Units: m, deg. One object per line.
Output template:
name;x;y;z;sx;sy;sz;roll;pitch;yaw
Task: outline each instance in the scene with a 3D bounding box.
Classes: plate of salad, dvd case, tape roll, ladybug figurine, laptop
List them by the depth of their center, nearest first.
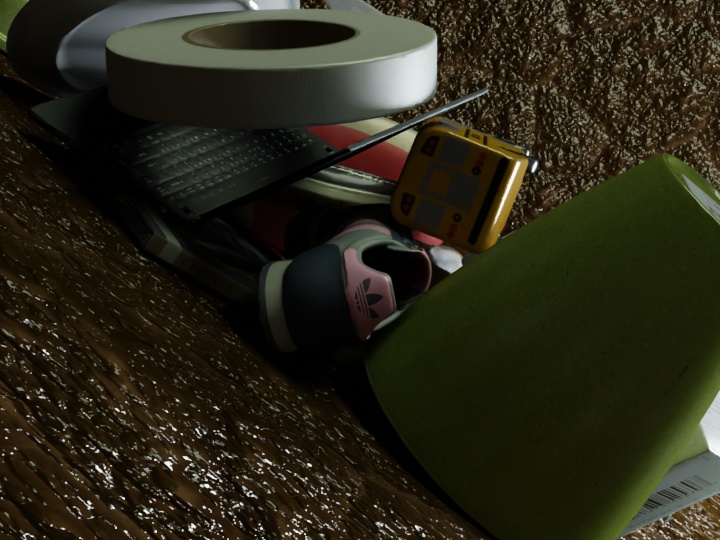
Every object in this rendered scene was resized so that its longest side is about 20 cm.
laptop;-0.060;-0.101;0.952;0.200;0.103;0.177;35;31;17
tape roll;-0.054;-0.125;0.953;0.202;0.037;0.203;0;19;0
dvd case;-0.081;-0.007;0.987;0.200;0.016;0.149;33;9;-37
plate of salad;-0.140;-0.170;1.067;0.200;0.200;0.048;25;46;-62
ladybug figurine;-0.017;-0.055;1.167;0.199;0.136;0.072;10;46;-1

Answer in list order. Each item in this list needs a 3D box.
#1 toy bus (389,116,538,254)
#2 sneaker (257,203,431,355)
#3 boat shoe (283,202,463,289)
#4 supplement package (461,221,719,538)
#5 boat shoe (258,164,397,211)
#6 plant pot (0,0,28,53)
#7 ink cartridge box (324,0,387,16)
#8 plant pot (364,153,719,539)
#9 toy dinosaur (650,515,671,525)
toy bus;0.066;-0.058;1.022;0.078;0.065;0.200;21;9;1
sneaker;0.012;0.003;0.934;0.200;0.082;0.070;-43;122;-64
boat shoe;0.000;0.000;1.073;0.070;0.071;0.200;2;-12;31
supplement package;0.169;0.065;1.078;0.117;0.117;0.200;28;40;-56
boat shoe;-0.065;-0.083;1.080;0.199;0.065;0.072;14;-10;1
plant pot;-0.236;-0.268;1.203;0.200;0.184;0.200;38;7;-6
ink cartridge box;-0.079;-0.154;1.213;0.200;0.176;0.045;30;6;-21
plant pot;0.137;0.037;0.903;0.187;0.200;0.187;39;19;-16
toy dinosaur;0.250;0.134;1.268;0.181;0.200;0.105;-13;60;-40
